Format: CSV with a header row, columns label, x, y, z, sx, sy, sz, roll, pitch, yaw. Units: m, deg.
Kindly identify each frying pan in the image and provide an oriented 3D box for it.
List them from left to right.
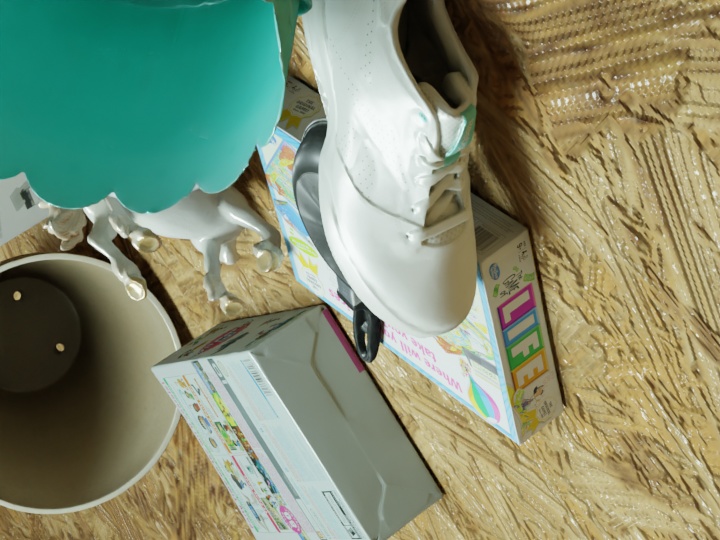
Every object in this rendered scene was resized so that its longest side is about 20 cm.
label,x,y,z,sx,sy,sz,roll,pitch,yaw
frying pan,-0.010,-0.015,1.301,0.115,0.031,0.190,55,156,4

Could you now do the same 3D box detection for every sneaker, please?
label,x,y,z,sx,sy,sz,roll,pitch,yaw
sneaker,0.027,-0.060,1.157,0.088,0.075,0.201,8,116,52

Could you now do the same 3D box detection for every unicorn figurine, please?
label,x,y,z,sx,sy,sz,roll,pitch,yaw
unicorn figurine,-0.105,-0.030,1.435,0.200,0.074,0.138,34,-163,-40

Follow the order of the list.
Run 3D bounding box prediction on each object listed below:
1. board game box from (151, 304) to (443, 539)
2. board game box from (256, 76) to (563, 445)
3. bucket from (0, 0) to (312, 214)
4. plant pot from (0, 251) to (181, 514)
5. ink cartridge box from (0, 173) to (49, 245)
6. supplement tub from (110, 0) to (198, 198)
label,x,y,z,sx,sy,sz,roll,pitch,yaw
board game box,-0.046,0.103,1.593,0.148,0.064,0.200,59,157,-8
board game box,0.023,-0.008,1.324,0.200,0.034,0.135,36,151,40
bucket,-0.117,-0.139,1.102,0.206,0.135,0.208,9,138,8
plant pot,-0.240,0.064,1.821,0.188,0.187,0.200,61,172,-16
ink cartridge box,-0.222,-0.105,1.468,0.147,0.200,0.083,44,153,25
supplement tub,-0.119,-0.139,1.308,0.123,0.122,0.200,45,157,24
